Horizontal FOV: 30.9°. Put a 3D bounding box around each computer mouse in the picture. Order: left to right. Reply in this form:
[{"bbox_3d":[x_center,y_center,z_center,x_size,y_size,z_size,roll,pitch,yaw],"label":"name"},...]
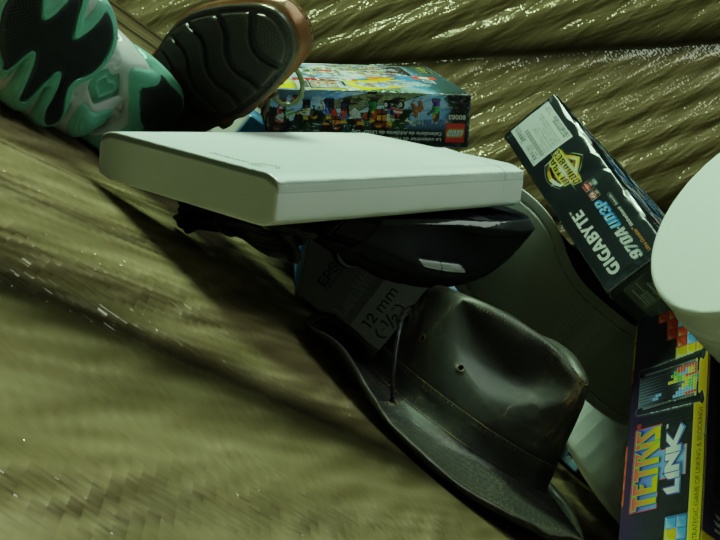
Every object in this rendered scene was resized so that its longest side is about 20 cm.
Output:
[{"bbox_3d":[-0.009,-0.020,0.733,0.199,0.046,0.140,-3,16,-39],"label":"computer mouse"}]

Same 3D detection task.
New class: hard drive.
[{"bbox_3d":[-0.022,-0.054,0.706,0.132,0.027,0.200,17,16,39],"label":"hard drive"}]

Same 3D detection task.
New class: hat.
[{"bbox_3d":[0.070,0.061,0.694,0.200,0.081,0.201,39,4,-3],"label":"hat"}]

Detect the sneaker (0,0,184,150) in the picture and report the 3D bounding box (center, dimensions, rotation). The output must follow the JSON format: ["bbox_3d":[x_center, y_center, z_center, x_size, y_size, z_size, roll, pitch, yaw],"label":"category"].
[{"bbox_3d":[-0.192,-0.138,0.727,0.140,0.078,0.200,38,-5,18],"label":"sneaker"}]

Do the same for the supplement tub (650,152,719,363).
[{"bbox_3d":[0.261,0.029,0.681,0.200,0.132,0.132,42,3,-25],"label":"supplement tub"}]

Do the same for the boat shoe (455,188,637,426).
[{"bbox_3d":[0.114,0.015,0.810,0.200,0.076,0.060,51,8,-1],"label":"boat shoe"}]

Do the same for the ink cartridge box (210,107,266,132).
[{"bbox_3d":[-0.052,-0.064,1.052,0.200,0.067,0.116,35,7,-32],"label":"ink cartridge box"}]

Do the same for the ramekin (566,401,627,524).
[{"bbox_3d":[0.230,0.125,0.915,0.200,0.098,0.201,40,20,-18],"label":"ramekin"}]

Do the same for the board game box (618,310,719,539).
[{"bbox_3d":[0.230,0.138,0.740,0.200,0.166,0.057,36,-39,-29],"label":"board game box"}]

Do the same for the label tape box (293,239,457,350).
[{"bbox_3d":[0.000,0.000,0.861,0.200,0.066,0.143,36,6,-9],"label":"label tape box"}]

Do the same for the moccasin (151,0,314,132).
[{"bbox_3d":[-0.084,-0.123,0.816,0.074,0.078,0.201,61,-33,0],"label":"moccasin"}]

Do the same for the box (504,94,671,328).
[{"bbox_3d":[0.188,-0.006,0.843,0.200,0.046,0.159,37,20,-42],"label":"box"}]

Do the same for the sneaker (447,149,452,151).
[{"bbox_3d":[0.056,-0.039,0.962,0.140,0.078,0.200,18,19,-43],"label":"sneaker"}]

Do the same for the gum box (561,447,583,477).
[{"bbox_3d":[0.177,0.124,1.110,0.170,0.045,0.200,34,7,-42],"label":"gum box"}]

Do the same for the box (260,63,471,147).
[{"bbox_3d":[-0.004,-0.125,0.957,0.136,0.038,0.200,2,14,-6],"label":"box"}]
